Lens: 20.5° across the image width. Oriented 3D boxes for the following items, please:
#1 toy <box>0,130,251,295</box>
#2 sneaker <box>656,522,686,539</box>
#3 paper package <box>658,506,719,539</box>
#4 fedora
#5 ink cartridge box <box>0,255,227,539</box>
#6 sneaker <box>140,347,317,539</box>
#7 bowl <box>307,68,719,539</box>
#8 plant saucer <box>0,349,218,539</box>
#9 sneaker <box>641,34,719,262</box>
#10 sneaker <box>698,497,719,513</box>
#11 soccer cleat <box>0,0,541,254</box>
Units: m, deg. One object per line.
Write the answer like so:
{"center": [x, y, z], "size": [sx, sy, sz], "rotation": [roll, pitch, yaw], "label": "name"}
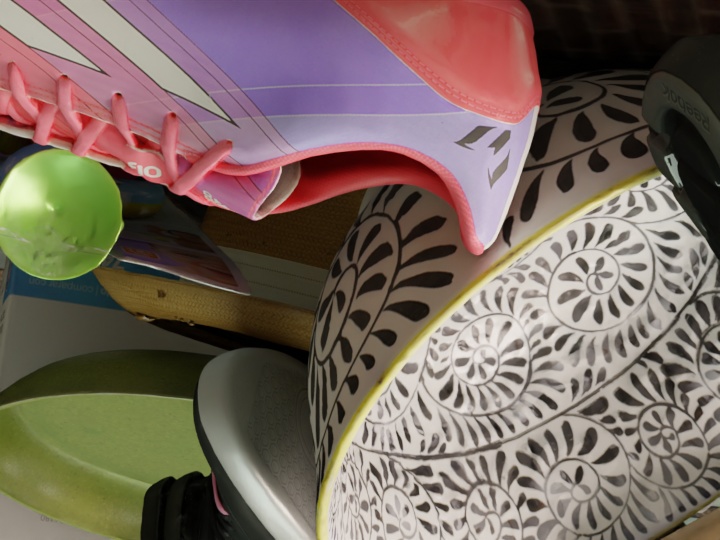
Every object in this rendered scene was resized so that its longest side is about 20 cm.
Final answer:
{"center": [-0.102, -0.041, 0.629], "size": [0.114, 0.048, 0.200], "rotation": [14, -170, -16], "label": "toy"}
{"center": [0.072, 0.111, 0.832], "size": [0.075, 0.087, 0.200], "rotation": [47, 165, 1], "label": "sneaker"}
{"center": [0.122, 0.153, 0.725], "size": [0.189, 0.104, 0.200], "rotation": [-28, 168, -2], "label": "paper package"}
{"center": [0.000, 0.000, 0.754], "size": [0.199, 0.083, 0.201], "rotation": [15, 174, 2], "label": "fedora"}
{"center": [-0.116, 0.087, 0.988], "size": [0.145, 0.202, 0.147], "rotation": [9, 170, -12], "label": "ink cartridge box"}
{"center": [-0.046, 0.090, 0.728], "size": [0.098, 0.071, 0.200], "rotation": [-9, 152, 15], "label": "sneaker"}
{"center": [0.058, 0.004, 0.605], "size": [0.199, 0.095, 0.202], "rotation": [-21, 145, -16], "label": "bowl"}
{"center": [-0.066, 0.077, 0.829], "size": [0.198, 0.031, 0.200], "rotation": [6, 155, 3], "label": "plant saucer"}
{"center": [0.137, 0.005, 0.512], "size": [0.075, 0.079, 0.201], "rotation": [49, 171, 43], "label": "sneaker"}
{"center": [0.140, 0.093, 1.043], "size": [0.198, 0.081, 0.076], "rotation": [-12, 129, -10], "label": "sneaker"}
{"center": [-0.052, -0.049, 0.518], "size": [0.198, 0.077, 0.067], "rotation": [5, 170, 13], "label": "soccer cleat"}
